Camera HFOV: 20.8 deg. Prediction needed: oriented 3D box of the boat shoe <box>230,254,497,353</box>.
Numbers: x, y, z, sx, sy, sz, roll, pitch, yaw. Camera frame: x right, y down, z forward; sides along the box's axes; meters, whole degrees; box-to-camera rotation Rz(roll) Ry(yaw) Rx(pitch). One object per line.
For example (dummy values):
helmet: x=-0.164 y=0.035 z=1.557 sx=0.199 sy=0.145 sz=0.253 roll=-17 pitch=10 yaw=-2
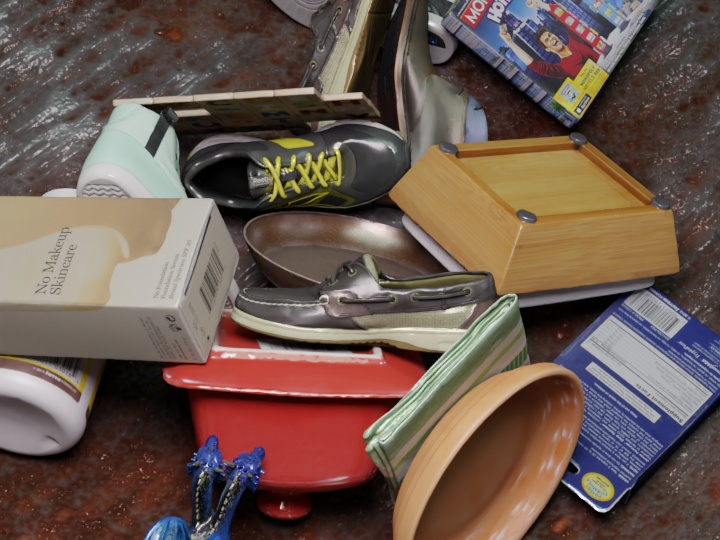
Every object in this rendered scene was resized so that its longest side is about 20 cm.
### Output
boat shoe: x=0.004 y=0.020 z=1.462 sx=0.199 sy=0.067 sz=0.072 roll=5 pitch=12 yaw=2

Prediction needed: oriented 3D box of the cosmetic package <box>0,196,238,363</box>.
cosmetic package: x=-0.200 y=0.005 z=1.440 sx=0.199 sy=0.071 sz=0.106 roll=0 pitch=52 yaw=18

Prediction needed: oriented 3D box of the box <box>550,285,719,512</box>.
box: x=0.211 y=0.105 z=1.596 sx=0.121 sy=0.032 sz=0.200 roll=39 pitch=60 yaw=20

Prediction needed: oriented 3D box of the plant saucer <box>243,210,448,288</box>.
plant saucer: x=0.000 y=0.000 z=1.595 sx=0.199 sy=0.032 sz=0.200 roll=11 pitch=19 yaw=-4

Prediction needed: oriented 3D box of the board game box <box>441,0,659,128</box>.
board game box: x=0.155 y=-0.252 z=1.783 sx=0.200 sy=0.062 sz=0.200 roll=38 pitch=59 yaw=-3

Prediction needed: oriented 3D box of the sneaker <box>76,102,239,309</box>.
sneaker: x=-0.145 y=-0.046 z=1.582 sx=0.073 sy=0.201 sz=0.119 roll=-15 pitch=39 yaw=26

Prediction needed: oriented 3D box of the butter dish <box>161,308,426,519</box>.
butter dish: x=-0.054 y=0.117 z=1.502 sx=0.198 sy=0.149 sz=0.200 roll=3 pitch=11 yaw=-4

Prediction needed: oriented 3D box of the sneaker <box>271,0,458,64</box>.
sneaker: x=0.008 y=-0.270 z=1.816 sx=0.199 sy=0.073 sz=0.112 roll=24 pitch=53 yaw=0

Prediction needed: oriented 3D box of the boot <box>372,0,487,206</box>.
boot: x=0.065 y=-0.147 z=1.724 sx=0.096 sy=0.075 sz=0.201 roll=9 pitch=75 yaw=-11

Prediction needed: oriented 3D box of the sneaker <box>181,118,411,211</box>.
sneaker: x=-0.057 y=-0.077 z=1.641 sx=0.199 sy=0.075 sz=0.085 roll=-6 pitch=15 yaw=13

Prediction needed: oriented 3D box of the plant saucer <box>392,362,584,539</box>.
plant saucer: x=0.090 y=0.151 z=1.454 sx=0.037 sy=0.201 sz=0.200 roll=34 pitch=58 yaw=29

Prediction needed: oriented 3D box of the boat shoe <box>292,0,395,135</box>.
boat shoe: x=-0.016 y=-0.209 z=1.725 sx=0.064 sy=0.073 sz=0.201 roll=17 pitch=87 yaw=15

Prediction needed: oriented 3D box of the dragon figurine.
dragon figurine: x=-0.125 y=0.211 z=1.383 sx=0.059 sy=0.100 sz=0.201 roll=19 pitch=57 yaw=14

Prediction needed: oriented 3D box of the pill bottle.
pill bottle: x=-0.246 y=0.037 z=1.549 sx=0.108 sy=0.110 sz=0.201 roll=12 pitch=55 yaw=2

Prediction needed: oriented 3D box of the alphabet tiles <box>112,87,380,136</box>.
alphabet tiles: x=-0.088 y=-0.131 z=1.633 sx=0.198 sy=0.167 sz=0.008 roll=-2 pitch=85 yaw=9

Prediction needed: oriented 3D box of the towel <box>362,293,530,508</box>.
towel: x=0.070 y=0.111 z=1.458 sx=0.023 sy=0.200 sz=0.153 roll=40 pitch=77 yaw=24

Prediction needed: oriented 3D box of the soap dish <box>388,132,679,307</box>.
soap dish: x=0.148 y=-0.045 z=1.612 sx=0.199 sy=0.082 sz=0.157 roll=-6 pitch=36 yaw=-36
